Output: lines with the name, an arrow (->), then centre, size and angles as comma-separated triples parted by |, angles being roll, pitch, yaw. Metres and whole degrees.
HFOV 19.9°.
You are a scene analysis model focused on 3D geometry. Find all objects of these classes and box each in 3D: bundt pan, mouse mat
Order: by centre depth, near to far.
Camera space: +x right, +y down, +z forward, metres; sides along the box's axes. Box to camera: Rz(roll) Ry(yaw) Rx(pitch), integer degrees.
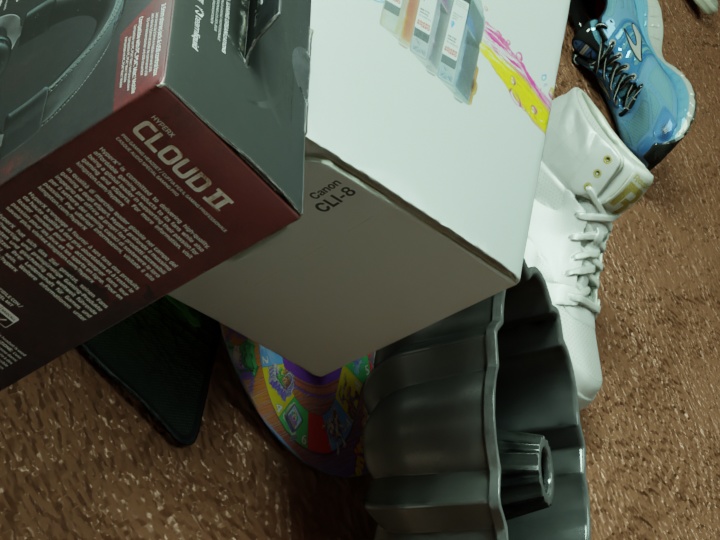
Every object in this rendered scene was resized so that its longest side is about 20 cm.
mouse mat -> -0.126, -0.032, 0.911 | 0.200, 0.007, 0.161 | 47, 26, -24
bundt pan -> 0.054, 0.099, 0.977 | 0.202, 0.075, 0.204 | -7, 90, -73

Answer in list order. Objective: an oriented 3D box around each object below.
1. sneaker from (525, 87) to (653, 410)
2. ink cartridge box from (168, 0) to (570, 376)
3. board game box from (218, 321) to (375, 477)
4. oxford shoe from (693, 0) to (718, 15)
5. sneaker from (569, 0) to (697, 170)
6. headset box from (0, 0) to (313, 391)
sneaker -> 0.138, -0.021, 1.294 | 0.074, 0.115, 0.201 | 23, 44, -56
ink cartridge box -> -0.011, -0.084, 0.890 | 0.144, 0.145, 0.201 | 32, 54, -26
board game box -> 0.000, 0.000, 1.007 | 0.158, 0.039, 0.201 | 49, 42, -39
oxford shoe -> 0.364, -0.353, 2.218 | 0.075, 0.057, 0.201 | 45, 29, -35
sneaker -> 0.210, -0.165, 1.691 | 0.089, 0.078, 0.201 | 17, 41, -31
headset box -> -0.100, -0.054, 0.737 | 0.077, 0.199, 0.150 | 42, 32, -33
